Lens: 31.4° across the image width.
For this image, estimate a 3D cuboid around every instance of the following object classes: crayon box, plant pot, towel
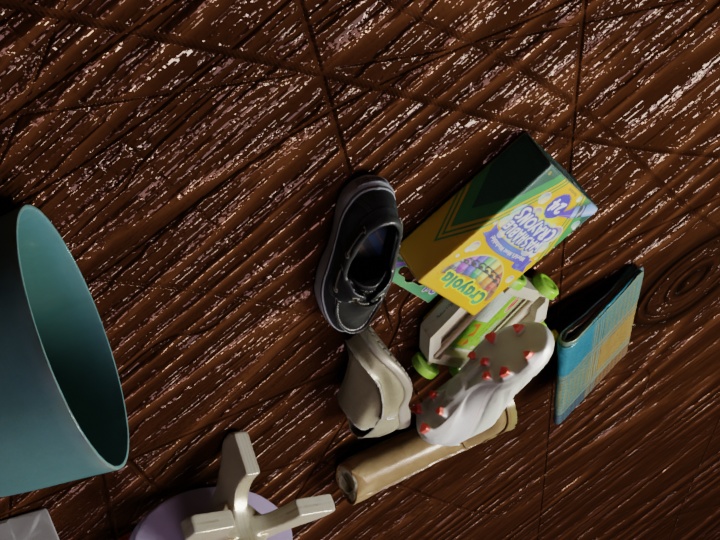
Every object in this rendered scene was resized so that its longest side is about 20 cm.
[{"bbox_3d":[0.123,-0.031,1.254,0.200,0.052,0.126,-41,147,14],"label":"crayon box"},{"bbox_3d":[-0.279,0.073,0.920,0.160,0.201,0.201,-19,147,0],"label":"plant pot"},{"bbox_3d":[0.284,0.092,1.555,0.147,0.022,0.200,-41,153,-21],"label":"towel"}]

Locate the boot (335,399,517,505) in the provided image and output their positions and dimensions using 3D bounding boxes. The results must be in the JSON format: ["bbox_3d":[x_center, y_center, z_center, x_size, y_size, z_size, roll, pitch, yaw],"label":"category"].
[{"bbox_3d":[0.076,0.203,1.497,0.199,0.066,0.175,-22,158,-16],"label":"boot"}]

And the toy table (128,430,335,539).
[{"bbox_3d":[-0.131,0.276,1.345,0.199,0.184,0.117,-16,163,-46],"label":"toy table"}]

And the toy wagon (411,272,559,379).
[{"bbox_3d":[0.149,0.061,1.413,0.155,0.040,0.200,-47,146,22],"label":"toy wagon"}]

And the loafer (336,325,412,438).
[{"bbox_3d":[0.011,0.129,1.349,0.068,0.076,0.200,-33,149,-11],"label":"loafer"}]

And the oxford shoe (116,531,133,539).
[{"bbox_3d":[-0.215,0.334,1.435,0.072,0.071,0.200,-41,148,23],"label":"oxford shoe"}]

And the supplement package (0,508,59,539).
[{"bbox_3d":[-0.359,0.357,1.288,0.119,0.121,0.201,-14,143,-28],"label":"supplement package"}]

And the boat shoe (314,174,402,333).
[{"bbox_3d":[0.000,0.000,1.176,0.068,0.057,0.201,-11,142,-16],"label":"boat shoe"}]

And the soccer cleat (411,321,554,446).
[{"bbox_3d":[0.141,0.124,1.386,0.077,0.070,0.200,22,127,-38],"label":"soccer cleat"}]
